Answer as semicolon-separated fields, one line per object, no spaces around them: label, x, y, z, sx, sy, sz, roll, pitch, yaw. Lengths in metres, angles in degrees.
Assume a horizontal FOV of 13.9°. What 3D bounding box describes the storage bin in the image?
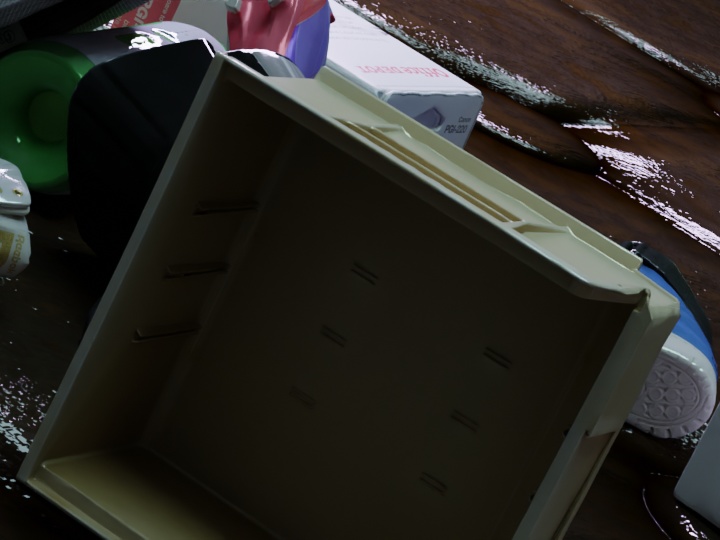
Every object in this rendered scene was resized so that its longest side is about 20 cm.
storage bin;-0.003;0.047;1.209;0.198;0.201;0.094;32;15;21

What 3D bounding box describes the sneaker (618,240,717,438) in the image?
sneaker;0.119;0.013;1.706;0.199;0.077;0.111;30;22;-3

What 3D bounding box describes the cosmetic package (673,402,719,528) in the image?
cosmetic package;0.278;0.119;1.627;0.113;0.081;0.199;39;19;36

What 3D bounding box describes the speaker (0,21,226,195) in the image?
speaker;-0.135;-0.091;1.630;0.088;0.089;0.200;30;17;14

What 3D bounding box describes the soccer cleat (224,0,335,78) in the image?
soccer cleat;-0.054;-0.085;1.633;0.066;0.201;0.076;-7;-33;30

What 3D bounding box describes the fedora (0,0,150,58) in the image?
fedora;-0.184;-0.167;1.587;0.177;0.199;0.091;-22;88;-59

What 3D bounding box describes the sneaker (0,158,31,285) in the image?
sneaker;-0.204;-0.027;1.355;0.115;0.074;0.200;20;16;-8

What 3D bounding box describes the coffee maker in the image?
coffee maker;-0.073;-0.026;1.436;0.191;0.135;0.200;10;20;-32

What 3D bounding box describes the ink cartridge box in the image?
ink cartridge box;-0.042;-0.124;1.878;0.199;0.085;0.145;32;17;25
